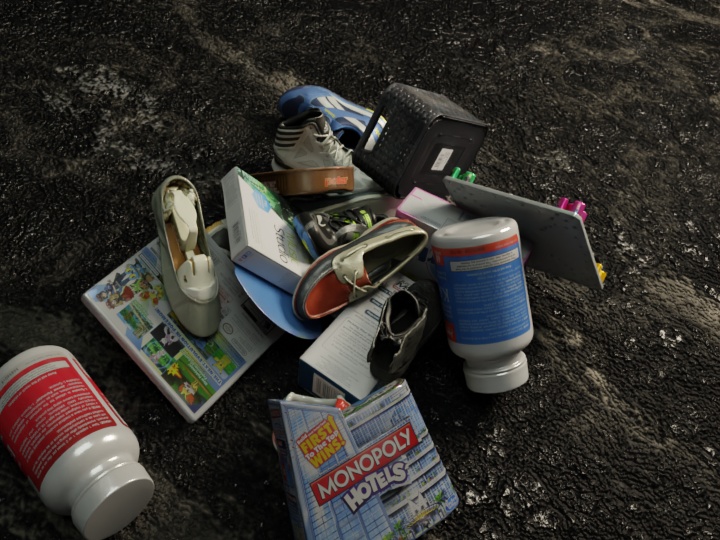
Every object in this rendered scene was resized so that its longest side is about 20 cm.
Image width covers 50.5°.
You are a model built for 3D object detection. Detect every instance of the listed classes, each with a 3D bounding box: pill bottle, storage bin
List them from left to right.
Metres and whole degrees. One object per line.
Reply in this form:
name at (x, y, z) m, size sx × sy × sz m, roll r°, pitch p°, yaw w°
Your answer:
pill bottle at (-0.312, 0.185, 0.823) m, size 0.111 × 0.114 × 0.199 m, roll -32°, pitch 59°, yaw -31°
storage bin at (0.094, -0.189, 1.153) m, size 0.093 × 0.137 × 0.199 m, roll 39°, pitch 23°, yaw 23°
pill bottle at (0.156, 0.044, 0.954) m, size 0.110 × 0.205 × 0.112 m, roll -11°, pitch 11°, yaw 2°

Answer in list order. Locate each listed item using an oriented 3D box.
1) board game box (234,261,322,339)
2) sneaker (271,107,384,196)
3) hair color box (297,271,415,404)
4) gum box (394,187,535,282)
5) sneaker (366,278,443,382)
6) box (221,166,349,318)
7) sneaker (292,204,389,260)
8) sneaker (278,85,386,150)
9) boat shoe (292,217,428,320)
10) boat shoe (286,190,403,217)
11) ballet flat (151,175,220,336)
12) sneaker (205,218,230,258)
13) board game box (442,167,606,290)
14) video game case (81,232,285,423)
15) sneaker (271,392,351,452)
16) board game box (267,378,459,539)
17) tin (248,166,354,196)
board game box at (-0.118, 0.013, 1.013) m, size 0.158 × 0.039 × 0.202 m, roll 40°, pitch 27°, yaw -32°
sneaker at (-0.044, -0.180, 1.182) m, size 0.196 × 0.117 × 0.076 m, roll 16°, pitch 48°, yaw 5°
hair color box at (0.016, 0.092, 0.989) m, size 0.099 × 0.061 × 0.200 m, roll 31°, pitch 52°, yaw 18°
gum box at (0.138, -0.016, 1.064) m, size 0.197 × 0.115 × 0.066 m, roll 27°, pitch 44°, yaw 15°
sneaker at (0.058, 0.057, 0.915) m, size 0.059 × 0.105 × 0.201 m, roll 24°, pitch 50°, yaw 13°
box at (-0.097, -0.035, 1.020) m, size 0.199 × 0.036 × 0.146 m, roll 34°, pitch 31°, yaw -43°
sneaker at (-0.022, -0.060, 1.048) m, size 0.198 × 0.082 × 0.072 m, roll -3°, pitch 60°, yaw -58°
sneaker at (-0.053, -0.245, 1.268) m, size 0.196 × 0.075 × 0.083 m, roll 21°, pitch 51°, yaw 11°
boat shoe at (0.000, 0.000, 0.980) m, size 0.199 × 0.072 × 0.062 m, roll -36°, pitch 33°, yaw -20°
boat shoe at (-0.025, -0.096, 1.142) m, size 0.196 × 0.074 × 0.063 m, roll -13°, pitch 51°, yaw -11°
ballet flat at (-0.212, -0.021, 0.936) m, size 0.066 × 0.064 × 0.204 m, roll -9°, pitch 75°, yaw -34°
sneaker at (-0.211, 0.004, 1.037) m, size 0.088 × 0.076 × 0.199 m, roll 45°, pitch 60°, yaw 11°
board game box at (0.226, -0.056, 1.034) m, size 0.198 × 0.200 × 0.026 m, roll 22°, pitch 74°, yaw 34°
video game case at (-0.214, 0.055, 0.956) m, size 0.201 × 0.022 × 0.182 m, roll 49°, pitch 53°, yaw -4°
sneaker at (-0.009, 0.196, 0.872) m, size 0.196 × 0.094 × 0.071 m, roll 18°, pitch 48°, yaw 8°
board game box at (-0.008, 0.205, 0.807) m, size 0.197 × 0.062 × 0.203 m, roll -26°, pitch 93°, yaw -22°
tin at (-0.087, -0.127, 1.106) m, size 0.110 × 0.043 × 0.198 m, roll -13°, pitch 10°, yaw -35°
